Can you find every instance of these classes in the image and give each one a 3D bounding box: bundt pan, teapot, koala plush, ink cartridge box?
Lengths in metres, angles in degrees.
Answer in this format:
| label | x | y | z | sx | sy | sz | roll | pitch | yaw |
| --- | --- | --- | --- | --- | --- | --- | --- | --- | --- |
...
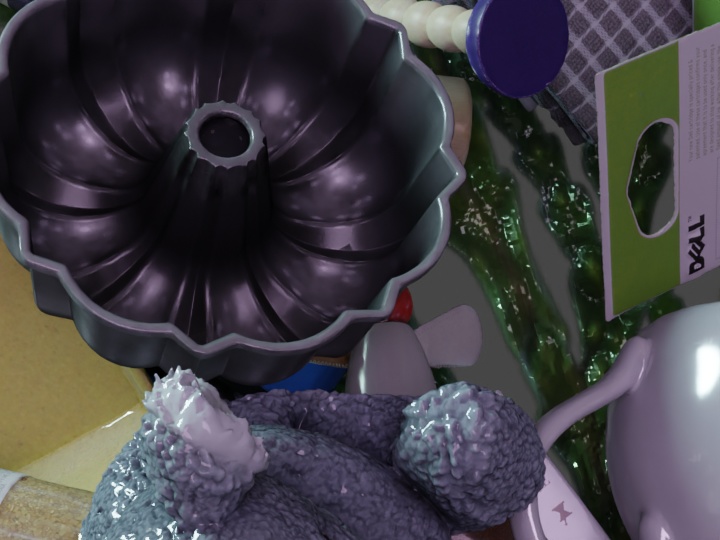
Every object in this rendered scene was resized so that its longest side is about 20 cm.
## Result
| label | x | y | z | sx | sy | sz | roll | pitch | yaw |
| --- | --- | --- | --- | --- | --- | --- | --- | --- | --- |
| bundt pan | -0.063 | -0.036 | 0.821 | 0.201 | 0.076 | 0.203 | 7 | 59 | -11 |
| teapot | 0.188 | 0.106 | 0.841 | 0.199 | 0.197 | 0.147 | 2 | 70 | 27 |
| koala plush | -0.042 | 0.119 | 0.712 | 0.183 | 0.200 | 0.178 | 9 | 90 | 13 |
| ink cartridge box | 0.174 | -0.088 | 0.905 | 0.199 | 0.148 | 0.076 | -25 | 44 | -17 |

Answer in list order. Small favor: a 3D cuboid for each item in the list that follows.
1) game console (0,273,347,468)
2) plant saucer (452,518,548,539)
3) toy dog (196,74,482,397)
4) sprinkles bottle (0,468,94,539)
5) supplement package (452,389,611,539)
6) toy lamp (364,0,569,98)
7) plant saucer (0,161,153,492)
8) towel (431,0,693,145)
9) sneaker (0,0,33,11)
| label | x | y | z | sx | sy | sz | roll | pitch | yaw |
| --- | --- | --- | --- | --- | --- | --- | --- | --- | --- |
| game console | -0.112 | 0.029 | 0.967 | 0.200 | 0.118 | 0.171 | 36 | 114 | 2 |
| plant saucer | 0.004 | 0.181 | 0.835 | 0.199 | 0.032 | 0.201 | 0 | 81 | -2 |
| toy dog | 0.000 | 0.000 | 0.916 | 0.131 | 0.096 | 0.201 | 19 | 60 | 2 |
| sprinkles bottle | -0.199 | 0.111 | 0.867 | 0.199 | 0.068 | 0.069 | 11 | 83 | 11 |
| supplement package | 0.076 | 0.170 | 0.913 | 0.114 | 0.110 | 0.200 | -37 | 86 | -6 |
| toy lamp | 0.011 | -0.118 | 0.910 | 0.058 | 0.200 | 0.059 | -8 | 104 | -34 |
| plant saucer | -0.198 | 0.034 | 0.903 | 0.199 | 0.048 | 0.201 | -28 | 99 | 23 |
| towel | 0.107 | -0.177 | 0.938 | 0.166 | 0.086 | 0.200 | -46 | 111 | -7 |
| sneaker | -0.167 | -0.177 | 0.932 | 0.198 | 0.130 | 0.080 | 22 | 83 | 0 |
